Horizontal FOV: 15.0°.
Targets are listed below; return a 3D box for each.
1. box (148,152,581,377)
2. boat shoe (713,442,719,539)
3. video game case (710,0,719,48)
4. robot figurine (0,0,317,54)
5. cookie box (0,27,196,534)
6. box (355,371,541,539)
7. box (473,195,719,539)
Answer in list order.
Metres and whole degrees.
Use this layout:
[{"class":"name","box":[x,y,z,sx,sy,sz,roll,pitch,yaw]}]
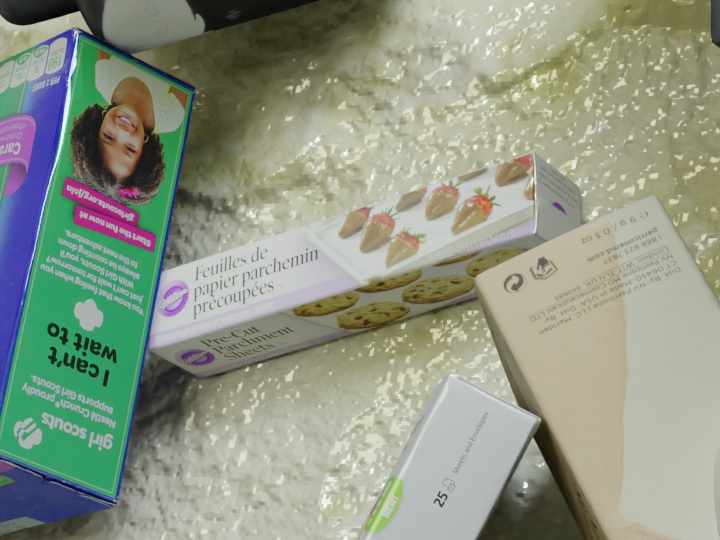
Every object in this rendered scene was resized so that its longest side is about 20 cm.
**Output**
[{"class":"box","box":[0.000,0.000,1.156,0.200,0.041,0.039,-17,58,30]},{"class":"boat shoe","box":[0.156,0.136,0.844,0.074,0.060,0.201,-16,82,42]},{"class":"video game case","box":[0.195,-0.173,0.841,0.200,0.025,0.181,-16,63,38]},{"class":"robot figurine","box":[-0.071,-0.171,1.216,0.200,0.125,0.150,-16,45,5]},{"class":"cookie box","box":[-0.165,0.013,1.229,0.171,0.075,0.200,-17,57,48]},{"class":"box","box":[0.001,0.137,1.019,0.041,0.156,0.200,29,86,2]},{"class":"box","box":[0.118,0.081,0.972,0.078,0.095,0.200,-24,49,-1]}]
